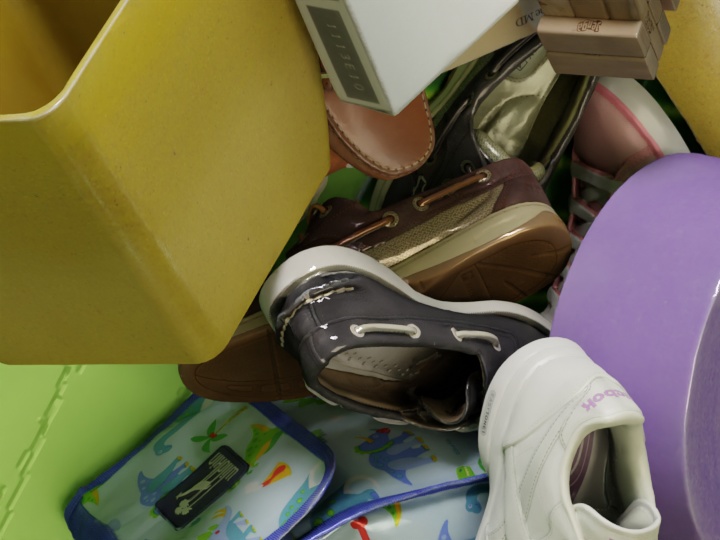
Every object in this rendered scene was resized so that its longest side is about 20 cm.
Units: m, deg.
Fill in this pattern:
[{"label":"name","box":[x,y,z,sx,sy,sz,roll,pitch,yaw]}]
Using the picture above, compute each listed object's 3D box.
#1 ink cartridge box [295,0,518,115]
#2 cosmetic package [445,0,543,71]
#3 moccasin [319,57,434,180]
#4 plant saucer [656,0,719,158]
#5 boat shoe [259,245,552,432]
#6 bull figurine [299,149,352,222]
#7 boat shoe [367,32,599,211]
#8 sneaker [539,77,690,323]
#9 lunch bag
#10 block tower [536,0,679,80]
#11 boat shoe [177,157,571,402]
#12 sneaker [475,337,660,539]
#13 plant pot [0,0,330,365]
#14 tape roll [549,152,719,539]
[{"label":"ink cartridge box","box":[0.024,-0.199,1.255,0.174,0.043,0.201,-43,127,-26]},{"label":"cosmetic package","box":[0.040,-0.205,1.372,0.105,0.071,0.201,-26,127,-17]},{"label":"moccasin","box":[-0.008,-0.137,1.332,0.073,0.078,0.203,-24,108,-29]},{"label":"plant saucer","box":[0.241,-0.144,1.484,0.200,0.048,0.200,-46,116,-20]},{"label":"boat shoe","box":[0.037,0.046,1.351,0.074,0.061,0.199,-42,139,21]},{"label":"bull figurine","box":[-0.047,-0.079,1.406,0.121,0.065,0.201,-25,119,-21]},{"label":"boat shoe","box":[0.065,-0.059,1.454,0.071,0.066,0.202,27,93,-24]},{"label":"sneaker","box":[0.130,0.000,1.491,0.104,0.075,0.201,-29,118,-17]},{"label":"lunch bag","box":[-0.029,0.129,1.411,0.199,0.170,0.128,-12,109,-21]},{"label":"block tower","box":[0.141,-0.191,1.395,0.054,0.057,0.201,59,44,-53]},{"label":"boat shoe","box":[0.000,0.000,1.390,0.199,0.072,0.072,-24,146,1]},{"label":"sneaker","box":[0.090,0.138,1.318,0.074,0.100,0.202,-6,109,-28]},{"label":"plant pot","box":[-0.126,-0.066,1.281,0.177,0.199,0.201,59,45,-35]},{"label":"tape roll","box":[0.180,0.047,1.420,0.199,0.085,0.202,-18,114,-48]}]
